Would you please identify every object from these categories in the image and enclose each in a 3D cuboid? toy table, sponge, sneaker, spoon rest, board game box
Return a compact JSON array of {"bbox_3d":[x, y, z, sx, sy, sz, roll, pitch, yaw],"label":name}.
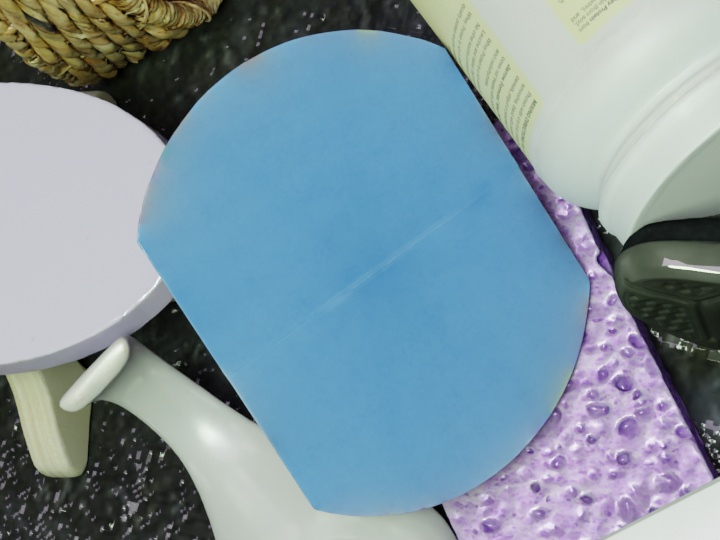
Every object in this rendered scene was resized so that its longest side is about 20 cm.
[{"bbox_3d":[-0.147,-0.005,1.047,0.200,0.117,0.184,11,80,22],"label":"toy table"},{"bbox_3d":[0.069,0.040,1.005,0.111,0.030,0.200,-28,68,11],"label":"sponge"},{"bbox_3d":[0.197,-0.025,0.935,0.199,0.076,0.114,-2,66,-4],"label":"sneaker"},{"bbox_3d":[-0.039,0.102,0.989,0.200,0.061,0.099,44,99,-8],"label":"spoon rest"},{"bbox_3d":[0.000,0.000,0.969,0.158,0.039,0.200,-36,100,-19],"label":"board game box"}]

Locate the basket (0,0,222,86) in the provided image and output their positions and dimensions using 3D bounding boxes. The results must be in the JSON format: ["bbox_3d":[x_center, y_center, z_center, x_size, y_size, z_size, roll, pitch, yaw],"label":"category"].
[{"bbox_3d":[-0.117,-0.186,1.033,0.149,0.200,0.143,-27,61,11],"label":"basket"}]

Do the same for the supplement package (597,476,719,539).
[{"bbox_3d":[0.142,0.160,0.856,0.120,0.200,0.121,-28,68,11],"label":"supplement package"}]

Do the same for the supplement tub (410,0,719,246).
[{"bbox_3d":[0.106,-0.117,0.970,0.145,0.145,0.200,-37,67,7],"label":"supplement tub"}]
